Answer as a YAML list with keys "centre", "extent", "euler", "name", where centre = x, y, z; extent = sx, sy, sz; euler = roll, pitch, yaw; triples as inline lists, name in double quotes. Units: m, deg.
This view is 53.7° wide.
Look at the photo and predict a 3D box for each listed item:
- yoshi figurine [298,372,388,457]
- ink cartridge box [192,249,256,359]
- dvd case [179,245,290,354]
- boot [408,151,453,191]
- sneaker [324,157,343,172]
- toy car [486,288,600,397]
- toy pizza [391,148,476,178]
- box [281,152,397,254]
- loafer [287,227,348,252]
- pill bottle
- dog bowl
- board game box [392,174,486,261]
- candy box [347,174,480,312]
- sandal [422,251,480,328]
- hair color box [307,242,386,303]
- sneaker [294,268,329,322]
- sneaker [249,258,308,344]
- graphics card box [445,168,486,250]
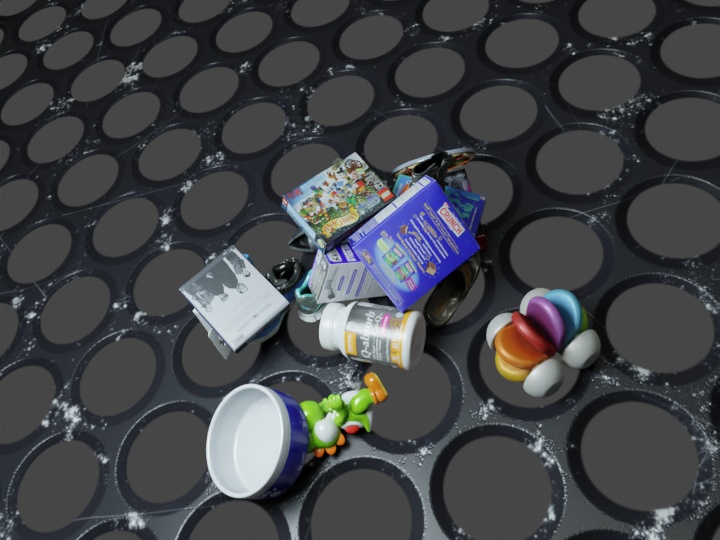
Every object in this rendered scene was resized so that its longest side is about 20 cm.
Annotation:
- centre: [-0.049, 0.261, 1.360]
  extent: [0.198, 0.113, 0.112]
  euler: [-36, 37, -6]
  name: "yoshi figurine"
- centre: [-0.294, 0.074, 1.549]
  extent: [0.066, 0.117, 0.203]
  euler: [11, 60, 20]
  name: "ink cartridge box"
- centre: [-0.261, 0.056, 1.471]
  extent: [0.150, 0.025, 0.199]
  euler: [-40, 64, -17]
  name: "dvd case"
- centre: [0.101, -0.151, 1.402]
  extent: [0.067, 0.132, 0.199]
  euler: [38, 59, 26]
  name: "boot"
- centre: [-0.026, -0.184, 1.671]
  extent: [0.198, 0.077, 0.114]
  euler: [32, 72, 36]
  name: "sneaker"
- centre: [0.331, 0.113, 1.305]
  extent: [0.198, 0.151, 0.176]
  euler: [-34, 53, -7]
  name: "toy car"
- centre: [0.165, -0.229, 1.590]
  extent: [0.195, 0.200, 0.033]
  euler: [-14, 89, 8]
  name: "toy pizza"
- centre: [-0.041, -0.139, 1.428]
  extent: [0.199, 0.038, 0.137]
  euler: [-35, 72, -28]
  name: "box"
- centre: [-0.084, -0.068, 1.580]
  extent: [0.198, 0.069, 0.070]
  euler: [0, 32, 46]
  name: "loafer"
- centre: [0.024, 0.125, 1.415]
  extent: [0.195, 0.117, 0.118]
  euler: [7, 58, 22]
  name: "pill bottle"
- centre: [-0.193, 0.320, 1.328]
  extent: [0.197, 0.078, 0.205]
  euler: [-15, 65, 34]
  name: "dog bowl"
- centre: [0.152, -0.114, 1.488]
  extent: [0.195, 0.046, 0.154]
  euler: [15, 53, 10]
  name: "board game box"
- centre: [0.102, -0.052, 1.353]
  extent: [0.199, 0.170, 0.077]
  euler: [-37, 21, 3]
  name: "candy box"
- centre: [0.188, 0.022, 1.453]
  extent: [0.081, 0.055, 0.202]
  euler: [31, 73, 8]
  name: "sandal"
- centre: [0.000, 0.000, 1.459]
  extent: [0.196, 0.111, 0.065]
  euler: [-6, 46, -30]
  name: "hair color box"
- centre: [-0.068, 0.016, 1.535]
  extent: [0.077, 0.092, 0.201]
  euler: [27, 68, 30]
  name: "sneaker"
- centre: [-0.190, 0.058, 1.532]
  extent: [0.200, 0.112, 0.076]
  euler: [-44, 55, -14]
  name: "sneaker"
- centre: [0.197, -0.124, 1.573]
  extent: [0.122, 0.051, 0.204]
  euler: [-14, 53, 8]
  name: "graphics card box"
